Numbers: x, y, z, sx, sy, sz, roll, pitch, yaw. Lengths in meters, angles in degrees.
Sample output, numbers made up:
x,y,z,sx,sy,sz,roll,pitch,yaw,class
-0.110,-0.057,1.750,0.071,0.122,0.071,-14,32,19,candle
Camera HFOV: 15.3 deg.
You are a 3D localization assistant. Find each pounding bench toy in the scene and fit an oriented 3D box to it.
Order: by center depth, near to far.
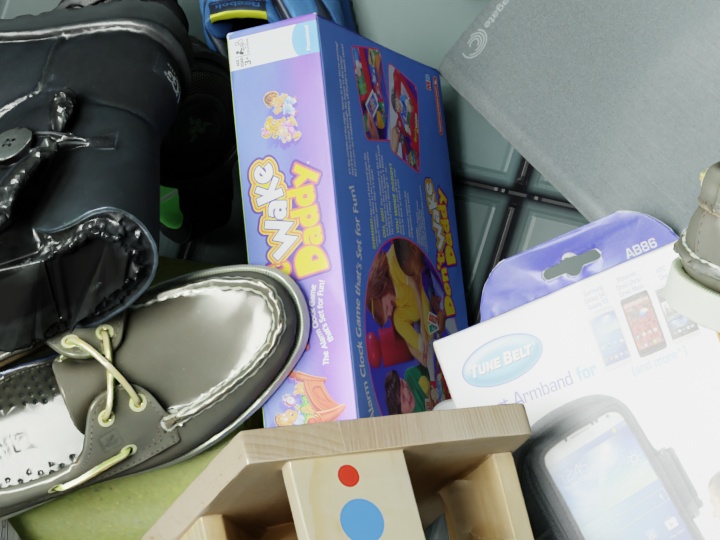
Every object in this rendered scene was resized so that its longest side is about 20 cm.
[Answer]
x,y,z,sx,sy,sz,roll,pitch,yaw,class
-0.009,0.167,1.072,0.200,0.124,0.157,-47,52,56,pounding bench toy

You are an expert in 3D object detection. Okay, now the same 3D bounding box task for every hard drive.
x,y,z,sx,sy,sz,roll,pitch,yaw,class
0.129,-0.092,1.176,0.140,0.033,0.200,-50,39,8,hard drive

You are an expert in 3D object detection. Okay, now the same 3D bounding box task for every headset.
x,y,z,sx,sy,sz,roll,pitch,yaw,class
-0.113,-0.091,1.243,0.094,0.201,0.124,-25,55,-18,headset

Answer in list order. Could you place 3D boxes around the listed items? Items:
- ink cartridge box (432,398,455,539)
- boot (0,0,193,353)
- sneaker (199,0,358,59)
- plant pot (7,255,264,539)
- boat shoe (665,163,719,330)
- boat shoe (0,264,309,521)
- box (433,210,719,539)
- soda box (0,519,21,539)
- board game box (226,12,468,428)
x,y,z,sx,sy,sz,roll,pitch,yaw,class
0.138,0.091,1.136,0.199,0.067,0.117,-16,70,22,ink cartridge box
-0.169,-0.035,1.124,0.199,0.077,0.169,-11,35,15,boot
-0.049,-0.145,1.295,0.066,0.078,0.201,-26,64,20,sneaker
-0.121,0.064,1.222,0.183,0.200,0.202,1,76,15,plant pot
0.197,-0.026,1.062,0.072,0.201,0.061,27,119,36,boat shoe
-0.116,0.055,1.103,0.201,0.060,0.072,-25,81,7,boat shoe
0.110,0.079,1.080,0.119,0.041,0.201,-24,81,22,box
-0.139,0.205,1.174,0.063,0.201,0.069,-18,31,21,soda box
0.000,0.000,1.180,0.045,0.134,0.201,-11,78,24,board game box
